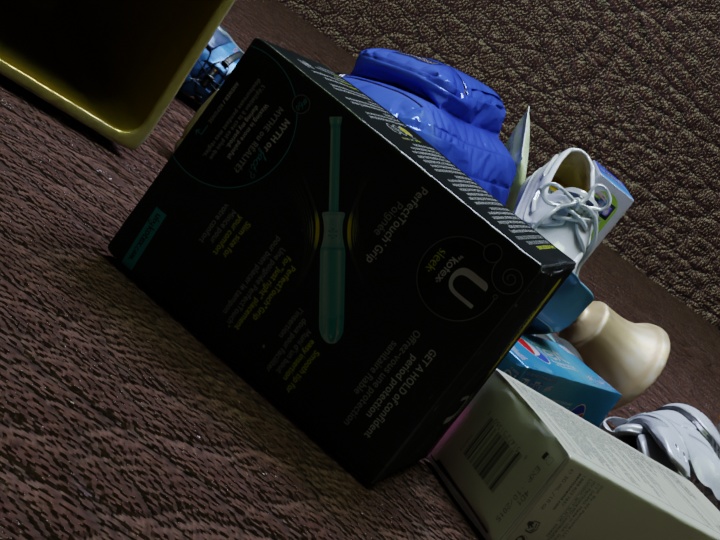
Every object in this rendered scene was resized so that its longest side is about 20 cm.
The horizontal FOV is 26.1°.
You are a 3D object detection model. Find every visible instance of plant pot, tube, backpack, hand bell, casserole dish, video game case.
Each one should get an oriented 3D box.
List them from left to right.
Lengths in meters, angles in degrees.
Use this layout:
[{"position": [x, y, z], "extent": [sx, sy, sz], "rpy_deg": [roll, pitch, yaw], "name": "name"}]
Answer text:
[{"position": [-0.214, -0.235, 1.106], "extent": [0.194, 0.196, 0.200], "rpy_deg": [31, 3, -32], "name": "plant pot"}, {"position": [0.023, -0.106, 1.351], "extent": [0.162, 0.168, 0.200], "rpy_deg": [17, 8, 33], "name": "backpack"}, {"position": [0.088, 0.010, 1.172], "extent": [0.121, 0.039, 0.200], "rpy_deg": [33, -14, -22], "name": "casserole dish"}, {"position": [0.130, -0.059, 1.480], "extent": [0.052, 0.200, 0.058], "rpy_deg": [-17, 54, -29], "name": "tube"}, {"position": [0.192, -0.019, 1.530], "extent": [0.045, 0.181, 0.200], "rpy_deg": [39, 10, 1], "name": "video game case"}, {"position": [0.180, 0.027, 1.403], "extent": [0.200, 0.104, 0.104], "rpy_deg": [45, 6, -23], "name": "hand bell"}]

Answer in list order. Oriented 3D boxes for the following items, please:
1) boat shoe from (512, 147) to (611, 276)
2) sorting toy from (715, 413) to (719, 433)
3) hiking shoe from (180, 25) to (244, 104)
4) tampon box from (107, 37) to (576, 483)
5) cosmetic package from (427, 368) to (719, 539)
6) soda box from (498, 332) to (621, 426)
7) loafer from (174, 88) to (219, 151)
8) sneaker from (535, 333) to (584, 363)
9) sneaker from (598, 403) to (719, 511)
[{"position": [0.176, -0.045, 1.335], "extent": [0.075, 0.086, 0.202], "rpy_deg": [36, 35, -8], "name": "boat shoe"}, {"position": [0.351, 0.199, 1.233], "extent": [0.107, 0.200, 0.180], "rpy_deg": [-4, 46, -20], "name": "sorting toy"}, {"position": [-0.123, -0.176, 1.446], "extent": [0.200, 0.074, 0.087], "rpy_deg": [29, 13, -42], "name": "hiking shoe"}, {"position": [-0.007, -0.007, 0.874], "extent": [0.200, 0.150, 0.126], "rpy_deg": [40, 11, 12], "name": "tampon box"}, {"position": [0.146, 0.147, 0.941], "extent": [0.200, 0.071, 0.105], "rpy_deg": [31, 11, -33], "name": "cosmetic package"}, {"position": [0.115, 0.087, 1.112], "extent": [0.064, 0.068, 0.200], "rpy_deg": [41, 11, 28], "name": "soda box"}, {"position": [-0.041, -0.087, 1.201], "extent": [0.200, 0.068, 0.076], "rpy_deg": [15, 14, -12], "name": "loafer"}, {"position": [0.117, 0.042, 1.305], "extent": [0.079, 0.075, 0.200], "rpy_deg": [26, 14, -36], "name": "sneaker"}, {"position": [0.258, 0.184, 1.178], "extent": [0.115, 0.075, 0.200], "rpy_deg": [7, 40, -47], "name": "sneaker"}]
